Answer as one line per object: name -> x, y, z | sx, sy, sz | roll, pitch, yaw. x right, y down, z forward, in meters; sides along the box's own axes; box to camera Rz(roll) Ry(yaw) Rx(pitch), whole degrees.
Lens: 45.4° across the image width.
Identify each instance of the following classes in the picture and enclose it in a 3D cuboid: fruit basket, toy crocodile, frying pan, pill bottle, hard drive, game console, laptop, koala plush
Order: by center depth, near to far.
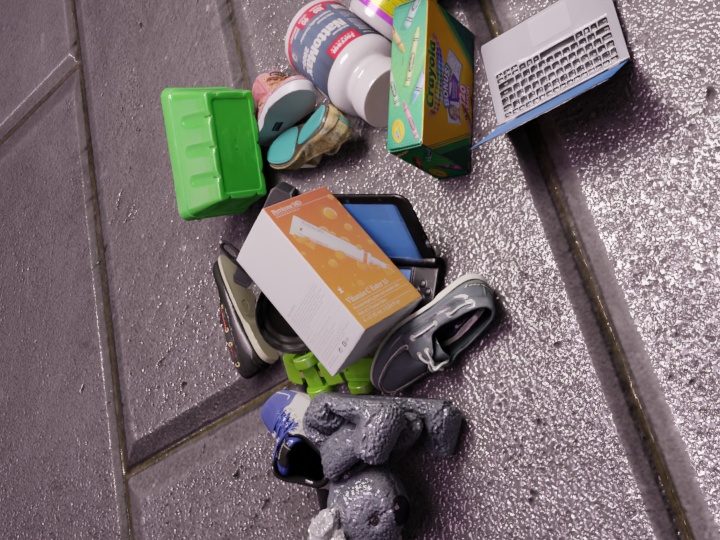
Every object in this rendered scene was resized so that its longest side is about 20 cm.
laptop -> 0.215, -0.252, 1.035 | 0.185, 0.115, 0.204 | -23, 64, 32
koala plush -> 0.008, 0.255, 1.043 | 0.181, 0.175, 0.205 | -2, 83, 40
game console -> 0.000, 0.000, 1.147 | 0.197, 0.115, 0.180 | 4, 80, 41
frying pan -> -0.121, 0.042, 1.158 | 0.117, 0.187, 0.031 | -68, 17, 5
toy crocodile -> -0.029, 0.130, 1.177 | 0.197, 0.062, 0.069 | -11, 113, 37
pill bottle -> 0.077, -0.425, 1.204 | 0.104, 0.103, 0.202 | 45, 107, 38
pill bottle -> -0.013, -0.295, 1.236 | 0.121, 0.119, 0.200 | -55, 51, 14
hard drive -> -0.136, -0.057, 1.248 | 0.200, 0.032, 0.142 | -108, 42, -81
fruit basket -> -0.244, -0.187, 1.370 | 0.213, 0.154, 0.221 | 13, 108, 44

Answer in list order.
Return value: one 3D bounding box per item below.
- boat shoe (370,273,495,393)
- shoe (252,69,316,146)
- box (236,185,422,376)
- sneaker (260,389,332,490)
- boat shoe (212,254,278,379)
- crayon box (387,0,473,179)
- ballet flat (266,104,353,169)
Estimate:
boat shoe -> 0.089, 0.090, 1.068 | 0.200, 0.072, 0.062 | -44, 32, 15
shoe -> -0.123, -0.269, 1.309 | 0.200, 0.070, 0.093 | 145, 121, -64
box -> -0.040, 0.009, 1.089 | 0.200, 0.123, 0.098 | 48, 131, 15
sneaker -> -0.081, 0.226, 1.155 | 0.198, 0.114, 0.082 | 36, 100, 40
boat shoe -> -0.190, 0.068, 1.316 | 0.063, 0.073, 0.204 | -35, 62, 18
crayon box -> 0.094, -0.237, 1.130 | 0.057, 0.118, 0.205 | -7, 74, 37
ballet flat -> -0.074, -0.187, 1.286 | 0.199, 0.069, 0.072 | -21, 63, 57
